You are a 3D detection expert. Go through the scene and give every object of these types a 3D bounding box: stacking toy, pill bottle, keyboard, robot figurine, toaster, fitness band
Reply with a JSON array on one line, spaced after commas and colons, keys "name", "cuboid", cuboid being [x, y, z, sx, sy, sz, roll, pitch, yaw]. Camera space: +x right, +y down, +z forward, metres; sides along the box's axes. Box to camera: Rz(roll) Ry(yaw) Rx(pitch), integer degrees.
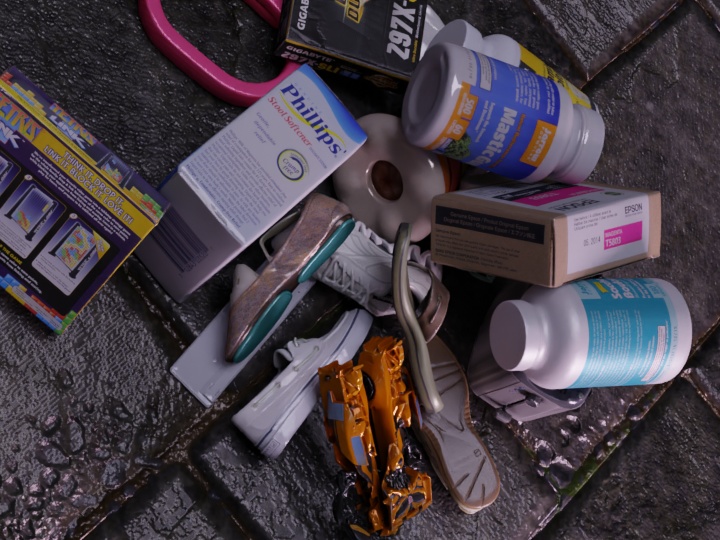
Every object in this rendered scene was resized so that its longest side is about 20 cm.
[{"name": "stacking toy", "cuboid": [0.075, -0.125, 1.807, 0.199, 0.146, 0.147, -30, 87, -48]}, {"name": "pill bottle", "cuboid": [0.152, -0.156, 1.690, 0.198, 0.112, 0.113, 16, 64, -23]}, {"name": "keyboard", "cuboid": [-0.120, 0.055, 1.688, 0.056, 0.011, 0.200, 41, 57, -2]}, {"name": "robot figurine", "cuboid": [0.018, 0.178, 1.645, 0.144, 0.058, 0.202, -27, 109, -47]}, {"name": "toaster", "cuboid": [0.198, 0.071, 1.780, 0.113, 0.129, 0.202, 30, 60, -15]}, {"name": "fitness band", "cuboid": [-0.150, -0.269, 1.779, 0.199, 0.037, 0.144, 38, 58, -9]}, {"name": "pill bottle", "cuboid": [0.164, -0.191, 1.805, 0.199, 0.112, 0.113, 32, 59, -27]}, {"name": "pill bottle", "cuboid": [0.233, 0.064, 1.658, 0.198, 0.111, 0.112, -1, 71, -29]}]

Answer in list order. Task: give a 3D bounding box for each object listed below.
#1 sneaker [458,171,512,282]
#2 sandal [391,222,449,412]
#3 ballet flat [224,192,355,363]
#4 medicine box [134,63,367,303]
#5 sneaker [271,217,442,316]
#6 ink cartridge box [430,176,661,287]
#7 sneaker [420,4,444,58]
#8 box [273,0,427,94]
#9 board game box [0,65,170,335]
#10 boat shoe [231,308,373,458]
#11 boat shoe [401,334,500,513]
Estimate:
[{"name": "sneaker", "cuboid": [0.162, -0.051, 1.857, 0.199, 0.073, 0.120, -10, 118, -54]}, {"name": "sandal", "cuboid": [0.068, 0.045, 1.664, 0.057, 0.080, 0.203, -12, 105, 5]}, {"name": "ballet flat", "cuboid": [-0.088, 0.003, 1.659, 0.067, 0.068, 0.200, 39, 84, 14]}, {"name": "medicine box", "cuboid": [-0.120, -0.086, 1.637, 0.103, 0.182, 0.200, 49, 57, -4]}, {"name": "sneaker", "cuboid": [0.000, 0.000, 1.719, 0.198, 0.075, 0.082, 18, 45, -19]}, {"name": "ink cartridge box", "cuboid": [0.196, -0.046, 1.699, 0.199, 0.164, 0.076, -13, 108, -46]}, {"name": "sneaker", "cuboid": [0.097, -0.232, 1.883, 0.199, 0.075, 0.089, 34, 62, -1]}, {"name": "box", "cuboid": [-0.003, -0.314, 1.815, 0.158, 0.049, 0.202, 17, 67, -18]}, {"name": "board game box", "cuboid": [-0.308, -0.065, 1.539, 0.200, 0.165, 0.057, 42, 22, -9]}, {"name": "boat shoe", "cuboid": [-0.058, 0.099, 1.663, 0.067, 0.074, 0.201, 38, 53, -2]}, {"name": "boat shoe", "cuboid": [0.086, 0.164, 1.733, 0.072, 0.063, 0.202, -15, 75, -15]}]
